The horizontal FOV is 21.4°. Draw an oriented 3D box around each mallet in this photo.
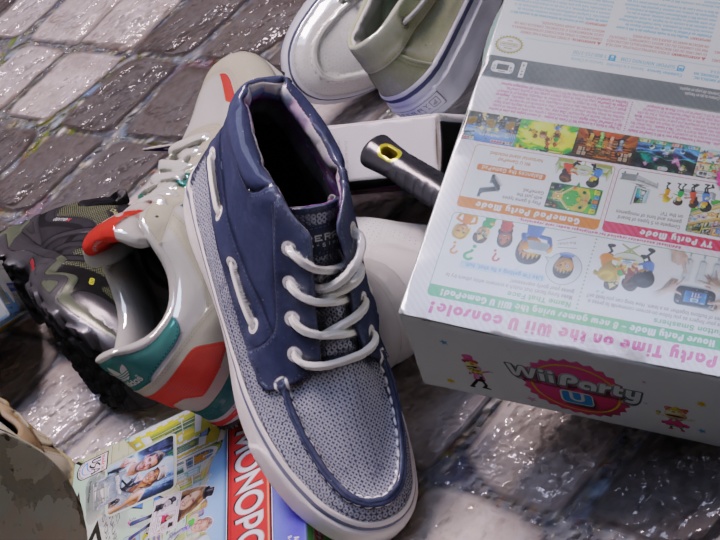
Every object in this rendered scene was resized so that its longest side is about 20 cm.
[{"bbox_3d":[0.079,-0.019,0.883,0.066,0.041,0.200,-36,51,-12],"label":"mallet"}]

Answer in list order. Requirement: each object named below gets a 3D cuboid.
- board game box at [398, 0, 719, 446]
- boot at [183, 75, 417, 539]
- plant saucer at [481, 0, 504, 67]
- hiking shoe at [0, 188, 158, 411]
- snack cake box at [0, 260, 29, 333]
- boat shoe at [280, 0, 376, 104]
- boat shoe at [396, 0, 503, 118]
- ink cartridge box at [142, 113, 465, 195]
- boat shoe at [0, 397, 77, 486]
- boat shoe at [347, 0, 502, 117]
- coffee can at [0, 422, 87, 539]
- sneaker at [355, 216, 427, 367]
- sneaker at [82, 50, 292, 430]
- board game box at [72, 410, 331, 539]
[{"bbox_3d":[0.117,-0.038,0.811,0.146,0.064,0.202,11,62,19],"label":"board game box"},{"bbox_3d":[-0.023,0.017,0.837,0.072,0.201,0.091,-17,-21,-25],"label":"boot"},{"bbox_3d":[0.153,-0.106,0.901,0.199,0.039,0.203,-5,63,10],"label":"plant saucer"},{"bbox_3d":[-0.136,0.003,1.068,0.100,0.076,0.200,-34,37,-12],"label":"hiking shoe"},{"bbox_3d":[-0.296,0.053,1.112,0.199,0.068,0.115,-34,3,-1],"label":"snack cake box"},{"bbox_3d":[0.045,-0.165,1.136,0.201,0.075,0.086,-32,13,-11],"label":"boat shoe"},{"bbox_3d":[0.101,-0.132,1.050,0.199,0.066,0.074,-29,31,7],"label":"boat shoe"},{"bbox_3d":[-0.013,-0.059,1.025,0.198,0.038,0.094,-1,1,36],"label":"ink cartridge box"},{"bbox_3d":[-0.215,0.091,1.029,0.199,0.065,0.071,10,51,50],"label":"boat shoe"},{"bbox_3d":[0.046,-0.172,1.038,0.072,0.062,0.201,-18,41,37],"label":"boat shoe"},{"bbox_3d":[-0.236,0.107,0.877,0.146,0.147,0.199,-43,38,-17],"label":"coffee can"},{"bbox_3d":[0.000,0.000,0.971,0.088,0.076,0.200,-22,23,-22],"label":"sneaker"},{"bbox_3d":[-0.083,-0.028,0.924,0.070,0.093,0.202,-26,53,49],"label":"sneaker"},{"bbox_3d":[-0.077,0.135,0.876,0.134,0.029,0.201,-26,32,13],"label":"board game box"}]
